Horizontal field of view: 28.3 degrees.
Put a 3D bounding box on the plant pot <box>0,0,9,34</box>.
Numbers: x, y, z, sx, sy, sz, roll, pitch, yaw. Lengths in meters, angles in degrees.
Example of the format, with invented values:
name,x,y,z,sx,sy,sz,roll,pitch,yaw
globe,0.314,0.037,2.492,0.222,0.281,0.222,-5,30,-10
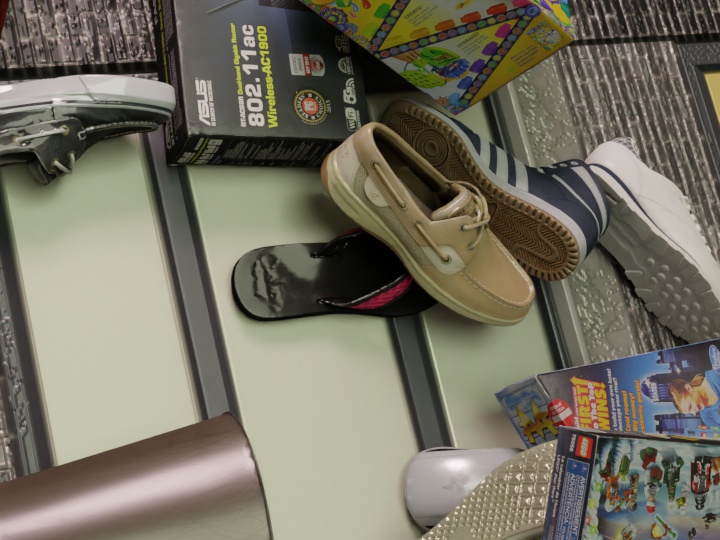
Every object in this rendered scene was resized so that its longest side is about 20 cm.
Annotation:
name,x,y,z,sx,sy,sz,roll,pitch,yaw
plant pot,-0.312,-0.294,0.972,0.199,0.176,0.201,16,66,-19

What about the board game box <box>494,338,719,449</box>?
name,x,y,z,sx,sy,sz,roll,pitch,yaw
board game box,0.203,0.144,1.085,0.199,0.062,0.201,7,68,-26

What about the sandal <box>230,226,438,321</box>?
name,x,y,z,sx,sy,sz,roll,pitch,yaw
sandal,0.000,0.000,1.089,0.199,0.045,0.075,-9,76,-27

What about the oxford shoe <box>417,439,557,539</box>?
name,x,y,z,sx,sy,sz,roll,pitch,yaw
oxford shoe,0.104,0.186,1.000,0.200,0.075,0.058,-36,128,-6

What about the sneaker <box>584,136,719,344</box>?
name,x,y,z,sx,sy,sz,roll,pitch,yaw
sneaker,0.262,-0.025,1.207,0.200,0.076,0.080,53,51,-2

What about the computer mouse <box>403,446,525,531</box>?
name,x,y,z,sx,sy,sz,roll,pitch,yaw
computer mouse,0.129,0.174,1.089,0.199,0.044,0.110,7,70,-23

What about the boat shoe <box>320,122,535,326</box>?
name,x,y,z,sx,sy,sz,roll,pitch,yaw
boat shoe,0.063,-0.034,1.073,0.200,0.065,0.072,40,42,-14

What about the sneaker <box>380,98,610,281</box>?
name,x,y,z,sx,sy,sz,roll,pitch,yaw
sneaker,0.113,-0.077,1.157,0.200,0.070,0.108,40,37,13

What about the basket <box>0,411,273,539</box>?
name,x,y,z,sx,sy,sz,roll,pitch,yaw
basket,-0.167,0.189,0.900,0.199,0.136,0.181,-4,79,-22

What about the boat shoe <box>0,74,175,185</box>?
name,x,y,z,sx,sy,sz,roll,pitch,yaw
boat shoe,-0.227,-0.095,1.012,0.199,0.072,0.071,-8,85,-16

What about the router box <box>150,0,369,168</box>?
name,x,y,z,sx,sy,sz,roll,pitch,yaw
router box,-0.081,-0.181,1.104,0.149,0.062,0.201,-1,73,-24

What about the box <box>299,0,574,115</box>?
name,x,y,z,sx,sy,sz,roll,pitch,yaw
box,0.050,-0.266,1.098,0.192,0.122,0.201,31,42,-38

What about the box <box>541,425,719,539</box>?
name,x,y,z,sx,sy,sz,roll,pitch,yaw
box,0.208,0.182,0.979,0.199,0.040,0.138,8,91,-37
